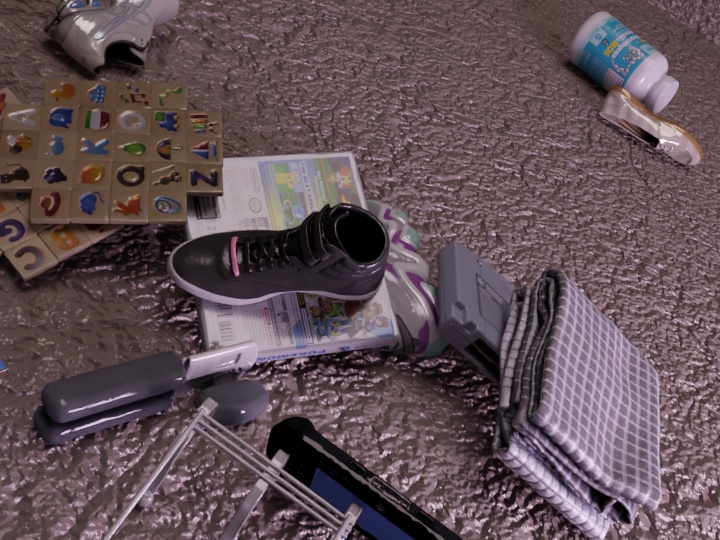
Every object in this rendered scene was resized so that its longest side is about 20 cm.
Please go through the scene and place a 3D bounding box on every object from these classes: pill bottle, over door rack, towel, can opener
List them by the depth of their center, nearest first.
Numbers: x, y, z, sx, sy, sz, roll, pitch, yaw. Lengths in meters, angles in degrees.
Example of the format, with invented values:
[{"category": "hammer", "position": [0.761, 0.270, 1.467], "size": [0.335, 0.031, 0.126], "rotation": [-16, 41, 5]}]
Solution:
[{"category": "over door rack", "position": [-0.106, 0.202, 0.668], "size": [0.147, 0.067, 0.201], "rotation": [33, 47, 5]}, {"category": "can opener", "position": [-0.154, 0.096, 0.770], "size": [0.198, 0.053, 0.067], "rotation": [-8, 50, -42]}, {"category": "towel", "position": [0.203, 0.118, 0.907], "size": [0.165, 0.085, 0.202], "rotation": [42, 39, -22]}, {"category": "pill bottle", "position": [0.487, -0.377, 1.815], "size": [0.200, 0.112, 0.110], "rotation": [45, 36, 22]}]

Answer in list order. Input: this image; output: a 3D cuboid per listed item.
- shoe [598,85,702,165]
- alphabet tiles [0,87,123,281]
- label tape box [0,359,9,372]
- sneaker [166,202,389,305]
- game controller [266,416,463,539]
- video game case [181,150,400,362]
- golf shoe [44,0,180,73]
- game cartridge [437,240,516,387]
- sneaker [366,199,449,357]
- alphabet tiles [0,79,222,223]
[{"category": "shoe", "position": [0.500, -0.239, 1.706], "size": [0.199, 0.070, 0.054], "rotation": [37, 76, 3]}, {"category": "alphabet tiles", "position": [-0.306, -0.082, 0.873], "size": [0.165, 0.006, 0.200], "rotation": [-32, 66, -30]}, {"category": "label tape box", "position": [-0.361, 0.041, 0.675], "size": [0.200, 0.064, 0.143], "rotation": [44, 36, 20]}, {"category": "sneaker", "position": [-0.064, -0.020, 0.844], "size": [0.196, 0.099, 0.072], "rotation": [2, 64, -15]}, {"category": "game controller", "position": [0.012, 0.182, 0.744], "size": [0.198, 0.105, 0.042], "rotation": [34, 72, 8]}, {"category": "video game case", "position": [-0.070, -0.017, 0.912], "size": [0.179, 0.022, 0.203], "rotation": [-5, 65, -20]}, {"category": "golf shoe", "position": [-0.276, -0.281, 1.170], "size": [0.098, 0.078, 0.199], "rotation": [52, 42, 3]}, {"category": "game cartridge", "position": [0.148, 0.065, 0.997], "size": [0.200, 0.040, 0.134], "rotation": [42, 32, -24]}, {"category": "sneaker", "position": [0.000, 0.000, 0.988], "size": [0.138, 0.078, 0.201], "rotation": [2, 42, -36]}, {"category": "alphabet tiles", "position": [-0.224, -0.109, 0.893], "size": [0.196, 0.006, 0.169], "rotation": [0, 55, -12]}]
